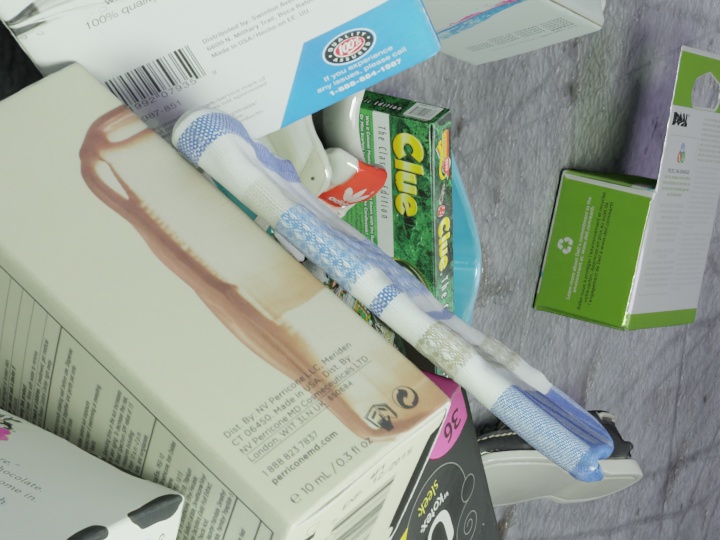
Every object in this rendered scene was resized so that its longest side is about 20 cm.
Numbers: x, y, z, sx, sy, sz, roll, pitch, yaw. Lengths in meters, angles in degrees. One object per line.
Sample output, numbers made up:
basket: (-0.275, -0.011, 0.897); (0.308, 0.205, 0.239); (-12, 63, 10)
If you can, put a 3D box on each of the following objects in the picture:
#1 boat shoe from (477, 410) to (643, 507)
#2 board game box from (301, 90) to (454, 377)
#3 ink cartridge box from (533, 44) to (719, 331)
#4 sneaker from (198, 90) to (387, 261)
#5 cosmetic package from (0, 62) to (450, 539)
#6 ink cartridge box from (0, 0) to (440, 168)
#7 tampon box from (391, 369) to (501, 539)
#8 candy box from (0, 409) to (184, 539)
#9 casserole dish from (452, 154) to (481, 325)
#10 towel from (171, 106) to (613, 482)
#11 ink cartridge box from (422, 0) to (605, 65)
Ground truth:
boat shoe: (0.127, 0.125, 1.357); (0.200, 0.074, 0.060); (6, 57, -47)
board game box: (0.000, 0.000, 1.003); (0.023, 0.105, 0.201); (-37, 135, -45)
ink cartridge box: (0.205, -0.063, 1.398); (0.148, 0.076, 0.201); (-1, 103, -62)
sneaker: (-0.042, -0.032, 0.919); (0.070, 0.093, 0.201); (17, 88, -63)
cosmetic package: (-0.075, 0.031, 0.712); (0.087, 0.200, 0.104); (-36, 159, -35)
ink cartridge box: (-0.071, -0.139, 0.742); (0.200, 0.145, 0.084); (58, 10, -55)
tampon box: (-0.064, 0.114, 0.832); (0.150, 0.199, 0.126); (-57, 148, -33)
candy box: (-0.184, 0.098, 0.620); (0.200, 0.167, 0.072); (-19, 125, -56)
casserole dish: (0.023, -0.009, 1.105); (0.200, 0.039, 0.121); (65, 40, -52)
towel: (0.018, 0.011, 0.745); (0.024, 0.200, 0.147); (-50, 168, 2)
ink cartridge box: (0.038, -0.192, 0.949); (0.200, 0.083, 0.146); (9, 68, -63)
